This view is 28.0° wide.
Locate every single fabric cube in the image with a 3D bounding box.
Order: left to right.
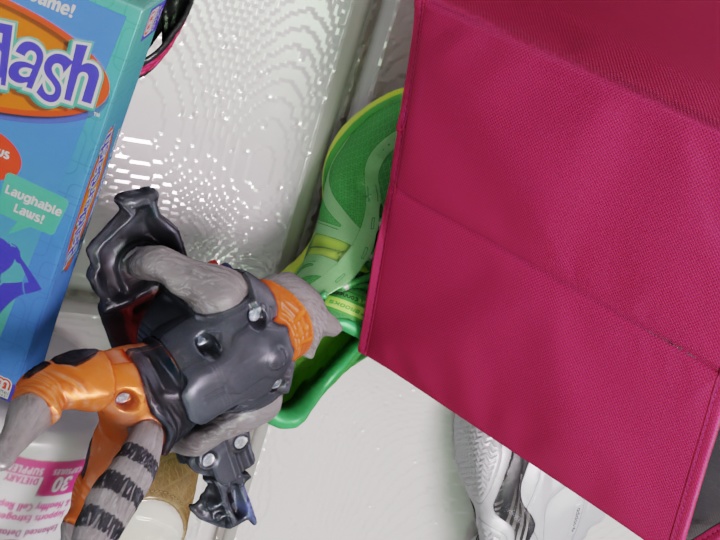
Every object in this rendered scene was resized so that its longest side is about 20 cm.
[{"bbox_3d":[0.146,-0.023,0.682,0.196,0.199,0.201,-19,128,-40],"label":"fabric cube"}]

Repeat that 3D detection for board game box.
[{"bbox_3d":[-0.190,-0.059,0.646,0.152,0.045,0.201,22,111,-1],"label":"board game box"}]

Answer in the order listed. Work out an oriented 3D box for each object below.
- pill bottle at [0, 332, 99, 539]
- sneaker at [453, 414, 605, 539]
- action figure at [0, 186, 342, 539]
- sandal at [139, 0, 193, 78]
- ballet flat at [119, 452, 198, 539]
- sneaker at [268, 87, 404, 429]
[{"bbox_3d":[-0.211,0.131,0.740,0.113,0.113,0.200,18,112,-26],"label":"pill bottle"},{"bbox_3d":[0.126,0.156,0.890,0.114,0.075,0.201,-14,119,-7],"label":"sneaker"},{"bbox_3d":[-0.081,0.076,0.666,0.193,0.104,0.200,-42,129,-27],"label":"action figure"},{"bbox_3d":[-0.110,-0.126,0.666,0.200,0.045,0.075,-44,123,9],"label":"sandal"},{"bbox_3d":[-0.146,0.175,0.813,0.068,0.072,0.200,29,106,-30],"label":"ballet flat"},{"bbox_3d":[0.000,0.000,0.753,0.074,0.084,0.200,20,110,-27],"label":"sneaker"}]
